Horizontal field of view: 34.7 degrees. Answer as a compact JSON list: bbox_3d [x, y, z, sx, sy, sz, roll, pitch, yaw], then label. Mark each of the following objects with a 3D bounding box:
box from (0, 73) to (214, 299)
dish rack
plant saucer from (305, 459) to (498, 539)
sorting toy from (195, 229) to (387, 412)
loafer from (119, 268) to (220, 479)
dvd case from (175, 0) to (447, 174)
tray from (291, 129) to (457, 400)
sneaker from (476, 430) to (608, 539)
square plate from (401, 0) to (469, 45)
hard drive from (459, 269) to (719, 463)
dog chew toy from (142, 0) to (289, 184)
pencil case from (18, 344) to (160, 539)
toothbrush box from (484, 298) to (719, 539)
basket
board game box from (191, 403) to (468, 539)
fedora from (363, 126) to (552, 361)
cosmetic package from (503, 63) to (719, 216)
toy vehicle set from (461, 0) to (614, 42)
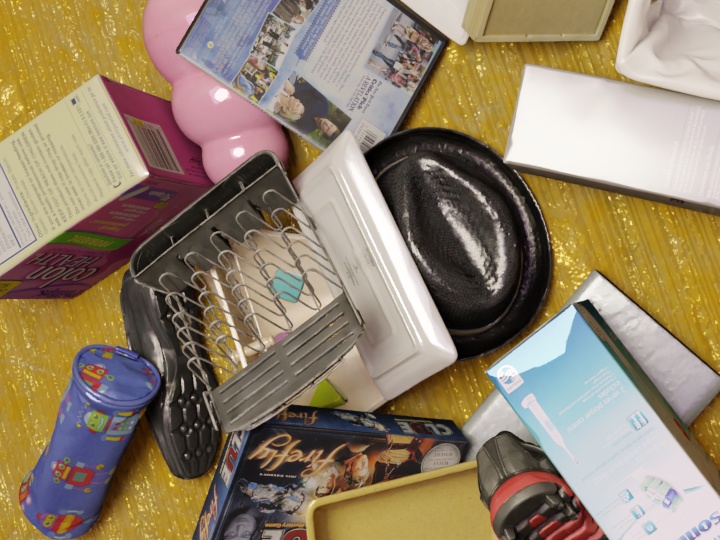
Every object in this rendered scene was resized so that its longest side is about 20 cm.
[{"bbox_3d":[-0.243,-0.064,1.012,0.199,0.176,0.097,-31,81,13],"label":"box"},{"bbox_3d":[-0.086,0.019,0.885,0.153,0.055,0.201,-38,47,9],"label":"dish rack"},{"bbox_3d":[0.049,0.249,0.937,0.197,0.048,0.203,-10,106,-19],"label":"plant saucer"},{"bbox_3d":[-0.027,0.051,0.996,0.178,0.107,0.202,-21,79,5],"label":"sorting toy"},{"bbox_3d":[-0.176,0.090,1.055,0.070,0.068,0.203,-10,92,46],"label":"loafer"},{"bbox_3d":[-0.037,-0.189,0.969,0.199,0.018,0.144,32,85,-21],"label":"dvd case"},{"bbox_3d":[0.000,0.000,0.922,0.107,0.022,0.202,-36,76,49],"label":"tray"},{"bbox_3d":[0.148,0.187,0.892,0.071,0.200,0.098,-38,43,9],"label":"sneaker"},{"bbox_3d":[0.051,-0.322,0.947,0.200,0.028,0.200,43,137,27],"label":"square plate"},{"bbox_3d":[0.184,0.121,0.962,0.139,0.033,0.201,41,100,12],"label":"hard drive"},{"bbox_3d":[-0.116,-0.162,1.010,0.123,0.124,0.203,-13,93,15],"label":"dog chew toy"},{"bbox_3d":[-0.244,0.152,1.031,0.077,0.087,0.201,23,124,-12],"label":"pencil case"},{"bbox_3d":[0.194,0.126,0.866,0.085,0.146,0.201,-38,79,12],"label":"toothbrush box"},{"bbox_3d":[0.297,-0.202,0.858,0.197,0.124,0.137,12,114,5],"label":"basket"},{"bbox_3d":[-0.023,0.179,0.937,0.035,0.198,0.137,51,127,54],"label":"board game box"},{"bbox_3d":[0.072,-0.029,0.938,0.198,0.092,0.204,1,82,-5],"label":"fedora"},{"bbox_3d":[0.221,-0.101,0.917,0.198,0.107,0.091,11,93,17],"label":"cosmetic package"},{"bbox_3d":[0.161,-0.271,0.887,0.027,0.123,0.202,59,144,42],"label":"toy vehicle set"}]
